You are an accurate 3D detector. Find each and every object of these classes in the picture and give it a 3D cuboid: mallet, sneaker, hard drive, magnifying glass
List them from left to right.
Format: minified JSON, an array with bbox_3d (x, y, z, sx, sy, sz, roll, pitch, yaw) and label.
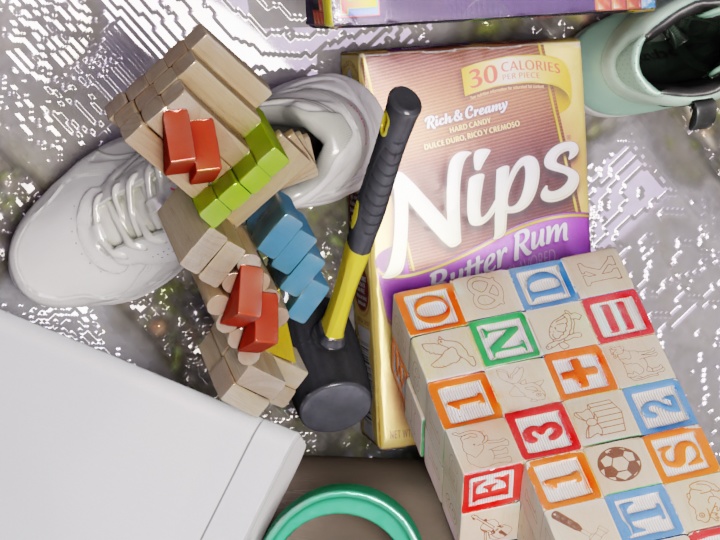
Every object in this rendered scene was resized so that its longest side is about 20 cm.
[{"bbox_3d":[-0.143,0.100,1.150,0.200,0.027,0.132,21,73,18],"label":"hard drive"},{"bbox_3d":[-0.087,-0.040,1.161,0.200,0.099,0.078,-27,89,10],"label":"sneaker"},{"bbox_3d":[-0.027,0.195,1.132,0.080,0.022,0.200,18,100,-2],"label":"magnifying glass"},{"bbox_3d":[0.000,0.000,1.157,0.041,0.200,0.066,-1,53,-18],"label":"mallet"},{"bbox_3d":[0.210,-0.123,1.226,0.200,0.118,0.074,-22,98,-11],"label":"sneaker"}]

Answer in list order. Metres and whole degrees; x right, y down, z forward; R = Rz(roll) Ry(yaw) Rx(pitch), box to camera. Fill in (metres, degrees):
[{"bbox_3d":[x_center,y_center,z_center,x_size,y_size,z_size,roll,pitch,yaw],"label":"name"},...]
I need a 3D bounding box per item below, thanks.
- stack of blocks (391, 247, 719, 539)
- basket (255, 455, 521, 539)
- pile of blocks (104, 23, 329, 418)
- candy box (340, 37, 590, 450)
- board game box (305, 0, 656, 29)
[{"bbox_3d":[0.096,0.090,1.130,0.115,0.200,0.059,-12,139,-12],"label":"stack of blocks"},{"bbox_3d":[0.022,0.160,1.204,0.200,0.136,0.180,8,136,-6],"label":"basket"},{"bbox_3d":[-0.047,-0.011,1.093,0.082,0.062,0.200,-22,127,-5],"label":"pile of blocks"},{"bbox_3d":[0.055,-0.015,1.234,0.117,0.056,0.200,-5,95,-11],"label":"candy box"},{"bbox_3d":[0.054,-0.219,1.159,0.165,0.057,0.200,-4,98,-13],"label":"board game box"}]
